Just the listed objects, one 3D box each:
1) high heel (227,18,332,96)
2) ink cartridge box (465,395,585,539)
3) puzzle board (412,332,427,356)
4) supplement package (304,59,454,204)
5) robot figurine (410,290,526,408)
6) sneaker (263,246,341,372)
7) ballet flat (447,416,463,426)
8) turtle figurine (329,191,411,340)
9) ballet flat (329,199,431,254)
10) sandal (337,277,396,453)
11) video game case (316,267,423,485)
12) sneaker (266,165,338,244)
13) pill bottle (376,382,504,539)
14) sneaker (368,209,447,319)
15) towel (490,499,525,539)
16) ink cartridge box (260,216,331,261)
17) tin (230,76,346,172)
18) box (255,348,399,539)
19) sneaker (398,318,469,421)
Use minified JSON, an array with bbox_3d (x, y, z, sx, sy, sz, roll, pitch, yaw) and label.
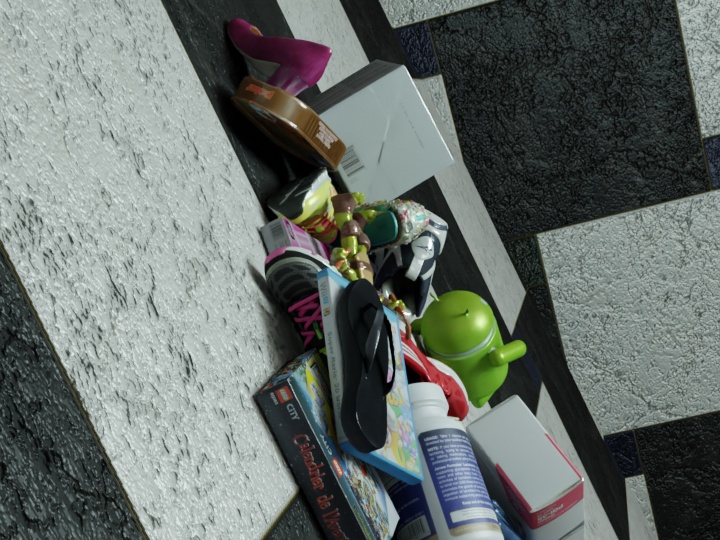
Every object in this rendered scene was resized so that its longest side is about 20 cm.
[{"bbox_3d":[-0.108,-0.299,1.690,0.067,0.096,0.201,41,10,-41],"label":"high heel"},{"bbox_3d":[0.208,0.276,1.608,0.147,0.082,0.201,51,-16,36],"label":"ink cartridge box"},{"bbox_3d":[0.106,0.196,1.857,0.202,0.017,0.151,64,14,-3],"label":"puzzle board"},{"bbox_3d":[0.014,-0.191,1.811,0.153,0.150,0.200,60,-3,-15],"label":"supplement package"},{"bbox_3d":[0.157,0.115,1.944,0.174,0.116,0.201,21,-34,38],"label":"robot figurine"},{"bbox_3d":[-0.038,0.064,1.395,0.201,0.073,0.088,57,17,-25],"label":"sneaker"},{"bbox_3d":[0.114,0.231,1.695,0.200,0.070,0.070,47,25,-51],"label":"ballet flat"},{"bbox_3d":[0.000,0.000,1.534,0.200,0.064,0.163,36,41,-52],"label":"turtle figurine"},{"bbox_3d":[0.021,-0.055,1.651,0.199,0.063,0.077,4,-76,57],"label":"ballet flat"},{"bbox_3d":[0.015,0.093,1.299,0.076,0.042,0.202,43,33,-40],"label":"sandal"},{"bbox_3d":[0.010,0.111,1.348,0.143,0.018,0.202,35,38,-48],"label":"video game case"},{"bbox_3d":[-0.055,-0.073,1.585,0.091,0.077,0.200,65,12,-6],"label":"sneaker"},{"bbox_3d":[0.078,0.236,1.441,0.116,0.115,0.202,43,26,-58],"label":"pill bottle"},{"bbox_3d":[0.042,0.022,1.696,0.079,0.199,0.130,32,50,-12],"label":"sneaker"},{"bbox_3d":[0.158,0.362,1.538,0.201,0.111,0.049,54,2,-41],"label":"towel"},{"bbox_3d":[-0.054,0.008,1.532,0.096,0.037,0.200,69,12,20],"label":"ink cartridge box"},{"bbox_3d":[-0.088,-0.183,1.614,0.111,0.042,0.200,21,-9,26],"label":"tin"},{"bbox_3d":[-0.029,0.188,1.276,0.202,0.037,0.137,64,13,-4],"label":"box"},{"bbox_3d":[0.080,0.159,1.675,0.200,0.078,0.116,43,16,-27],"label":"sneaker"}]
